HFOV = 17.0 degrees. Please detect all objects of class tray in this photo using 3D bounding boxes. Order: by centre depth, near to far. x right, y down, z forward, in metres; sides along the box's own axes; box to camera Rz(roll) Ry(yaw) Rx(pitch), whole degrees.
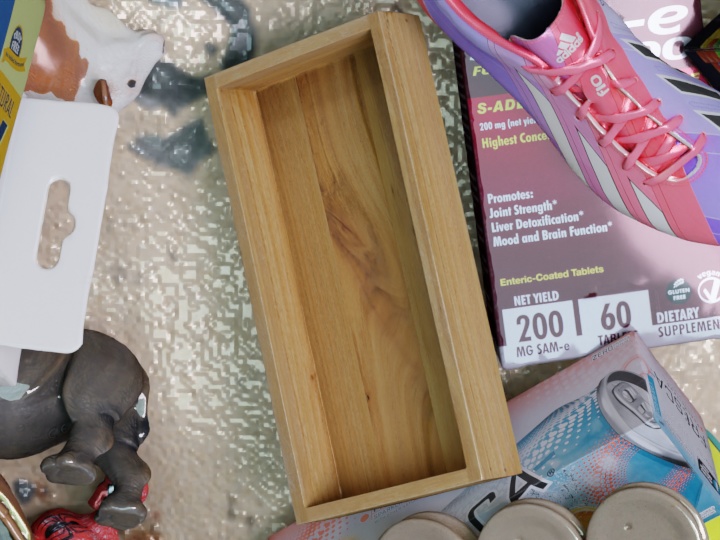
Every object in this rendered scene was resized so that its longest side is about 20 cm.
[{"bbox_3d":[0.000,0.000,1.034,0.098,0.037,0.201,-17,80,35],"label":"tray"}]

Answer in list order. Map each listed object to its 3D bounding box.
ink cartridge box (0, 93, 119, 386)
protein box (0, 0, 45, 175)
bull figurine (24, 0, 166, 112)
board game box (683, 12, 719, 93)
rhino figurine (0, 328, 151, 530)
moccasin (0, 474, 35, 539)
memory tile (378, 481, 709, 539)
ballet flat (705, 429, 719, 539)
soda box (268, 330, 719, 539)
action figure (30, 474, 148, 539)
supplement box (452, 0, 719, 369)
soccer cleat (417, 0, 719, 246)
[{"bbox_3d":[-0.201,-0.017,1.028,0.199,0.067,0.118,6,72,8],"label":"ink cartridge box"},{"bbox_3d":[-0.254,-0.056,0.936,0.199,0.135,0.199,12,78,10],"label":"protein box"},{"bbox_3d":[-0.184,-0.124,1.049,0.199,0.065,0.122,1,94,-1],"label":"bull figurine"},{"bbox_3d":[0.265,-0.098,1.030,0.200,0.057,0.165,-42,104,-8],"label":"board game box"},{"bbox_3d":[-0.188,0.057,1.068,0.199,0.088,0.060,7,141,0],"label":"rhino figurine"},{"bbox_3d":[-0.133,0.174,0.989,0.073,0.078,0.202,-16,86,-8],"label":"moccasin"},{"bbox_3d":[0.090,0.189,0.984,0.153,0.017,0.201,-13,95,28],"label":"memory tile"},{"bbox_3d":[0.150,0.146,1.030,0.067,0.200,0.067,-7,140,-19],"label":"ballet flat"},{"bbox_3d":[0.055,0.111,1.050,0.200,0.068,0.064,-32,119,17],"label":"soda box"},{"bbox_3d":[-0.170,0.158,1.069,0.200,0.065,0.052,-41,133,-16],"label":"action figure"},{"bbox_3d":[0.099,-0.065,1.058,0.108,0.061,0.201,-8,97,1],"label":"supplement box"},{"bbox_3d":[0.095,-0.079,0.987,0.200,0.076,0.067,43,95,-5],"label":"soccer cleat"}]
